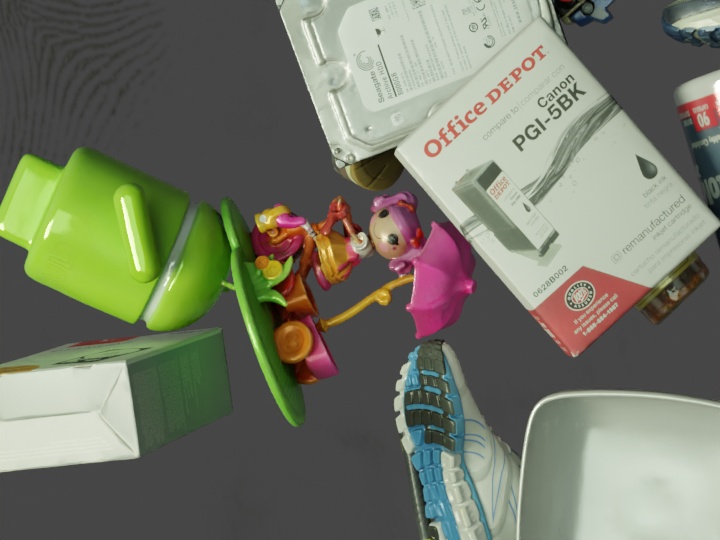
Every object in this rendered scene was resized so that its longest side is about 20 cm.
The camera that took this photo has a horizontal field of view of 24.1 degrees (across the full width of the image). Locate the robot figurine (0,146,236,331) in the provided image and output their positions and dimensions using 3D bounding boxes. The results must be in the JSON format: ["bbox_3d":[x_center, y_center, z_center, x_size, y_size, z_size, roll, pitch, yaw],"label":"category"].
[{"bbox_3d":[-0.193,-0.024,1.364,0.198,0.175,0.117,24,87,-9],"label":"robot figurine"}]

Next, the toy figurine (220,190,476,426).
[{"bbox_3d":[0.000,0.000,1.351,0.182,0.150,0.202,-21,65,4],"label":"toy figurine"}]

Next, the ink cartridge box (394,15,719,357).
[{"bbox_3d":[0.139,-0.061,1.223,0.147,0.083,0.200,-42,90,3],"label":"ink cartridge box"}]

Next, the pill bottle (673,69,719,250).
[{"bbox_3d":[0.313,-0.056,1.233,0.118,0.119,0.202,-17,90,18],"label":"pill bottle"}]

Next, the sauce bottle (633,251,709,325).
[{"bbox_3d":[0.182,-0.049,1.303,0.200,0.066,0.066,46,106,8],"label":"sauce bottle"}]

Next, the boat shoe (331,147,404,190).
[{"bbox_3d":[0.017,-0.167,1.339,0.065,0.073,0.202,17,89,50],"label":"boat shoe"}]

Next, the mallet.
[{"bbox_3d":[0.060,0.228,1.387,0.041,0.066,0.203,-12,77,19],"label":"mallet"}]

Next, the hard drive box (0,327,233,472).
[{"bbox_3d":[-0.212,0.103,1.367,0.154,0.200,0.078,-7,93,16],"label":"hard drive box"}]

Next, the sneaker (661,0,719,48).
[{"bbox_3d":[0.316,-0.225,1.249,0.198,0.077,0.086,-17,81,10],"label":"sneaker"}]

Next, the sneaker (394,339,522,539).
[{"bbox_3d":[0.088,0.147,1.343,0.075,0.086,0.202,3,109,55],"label":"sneaker"}]

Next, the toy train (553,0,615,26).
[{"bbox_3d":[0.135,-0.171,1.321,0.200,0.034,0.046,-43,86,17],"label":"toy train"}]

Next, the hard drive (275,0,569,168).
[{"bbox_3d":[0.050,-0.177,1.278,0.198,0.038,0.141,-20,96,2],"label":"hard drive"}]

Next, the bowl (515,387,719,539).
[{"bbox_3d":[0.225,0.189,1.308,0.197,0.075,0.202,5,97,17],"label":"bowl"}]
